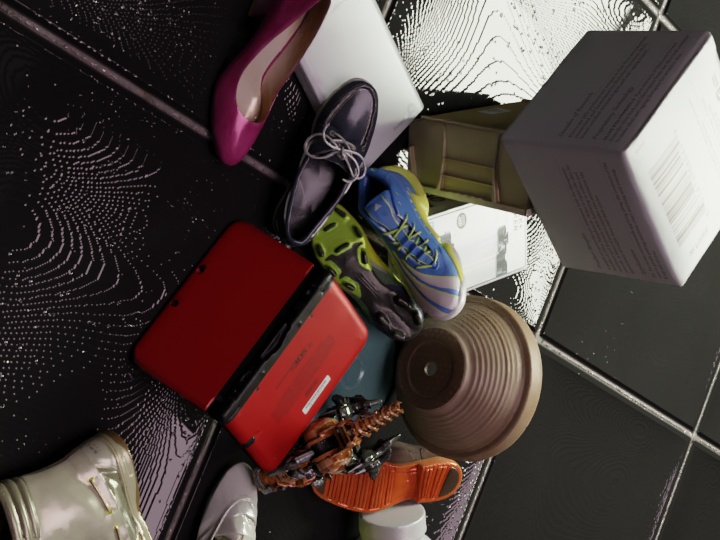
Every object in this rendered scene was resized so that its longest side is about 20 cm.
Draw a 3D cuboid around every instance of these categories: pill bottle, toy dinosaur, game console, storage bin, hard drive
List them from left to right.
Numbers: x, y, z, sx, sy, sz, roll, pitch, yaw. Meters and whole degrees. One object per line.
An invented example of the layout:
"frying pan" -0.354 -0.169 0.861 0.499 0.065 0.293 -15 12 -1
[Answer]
"game console" -0.114 0.081 1.477 0.200 0.118 0.173 -53 136 -20
"toy dinosaur" -0.028 0.197 1.515 0.135 0.199 0.103 -12 94 -55
"hard drive" -0.009 -0.226 1.559 0.132 0.026 0.201 -48 129 -25
"pill bottle" 0.041 0.390 1.708 0.112 0.112 0.202 -17 112 -41
"storage bin" 0.189 -0.142 1.654 0.199 0.198 0.094 -15 112 -41

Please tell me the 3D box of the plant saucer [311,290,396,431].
"plant saucer" -0.020 0.118 1.630 0.199 0.036 0.202 -13 110 -42

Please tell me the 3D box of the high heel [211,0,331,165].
"high heel" -0.091 -0.202 1.431 0.067 0.096 0.201 27 81 -45

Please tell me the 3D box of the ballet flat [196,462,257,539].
"ballet flat" -0.154 0.315 1.527 0.069 0.069 0.201 38 74 -43

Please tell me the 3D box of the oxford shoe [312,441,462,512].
"oxford shoe" 0.024 0.250 1.694 0.199 0.073 0.072 5 111 -27

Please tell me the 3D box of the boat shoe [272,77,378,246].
"boat shoe" -0.035 -0.118 1.507 0.075 0.062 0.201 32 90 -16

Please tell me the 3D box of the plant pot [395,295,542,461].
"plant pot" 0.108 0.124 1.638 0.092 0.200 0.202 16 89 -49

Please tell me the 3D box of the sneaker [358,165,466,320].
"sneaker" 0.046 -0.034 1.561 0.076 0.201 0.105 -38 152 24

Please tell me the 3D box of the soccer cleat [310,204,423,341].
"soccer cleat" 0.000 0.001 1.598 0.065 0.084 0.200 -39 105 -1

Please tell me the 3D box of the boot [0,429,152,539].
"boot" -0.290 0.278 1.378 0.154 0.072 0.202 -23 111 -40

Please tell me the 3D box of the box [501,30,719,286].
"box" 0.299 -0.127 1.507 0.200 0.171 0.200 -51 128 -26

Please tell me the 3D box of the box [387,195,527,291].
"box" 0.123 -0.038 1.715 0.199 0.060 0.118 -18 113 -41
